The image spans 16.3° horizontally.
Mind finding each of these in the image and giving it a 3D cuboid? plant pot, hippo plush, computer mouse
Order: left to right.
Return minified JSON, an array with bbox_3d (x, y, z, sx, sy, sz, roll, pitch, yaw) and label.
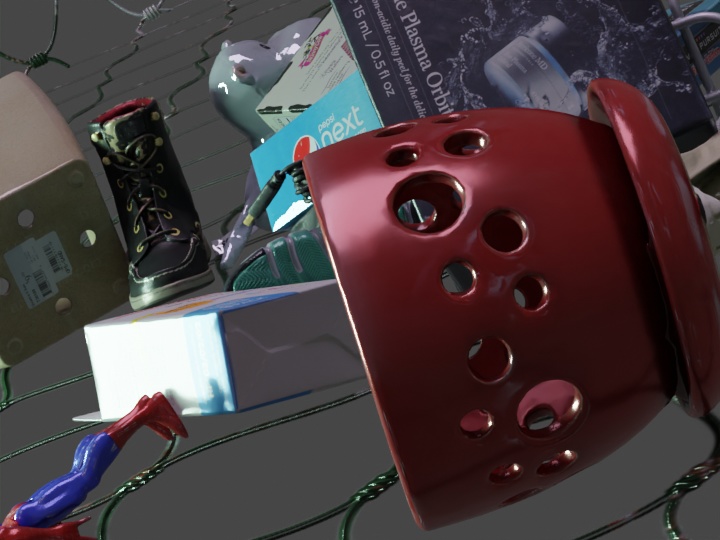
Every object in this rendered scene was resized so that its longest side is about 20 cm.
[{"bbox_3d":[-0.298,-0.026,2.115,0.200,0.200,0.177,-30,26,-22],"label":"plant pot"},{"bbox_3d":[-0.065,-0.126,2.111,0.199,0.161,0.159,-25,13,-3],"label":"hippo plush"},{"bbox_3d":[-0.023,-0.033,1.801,0.140,0.046,0.200,-11,-17,-27],"label":"computer mouse"},{"bbox_3d":[0.083,0.012,1.261,0.182,0.201,0.200,-16,14,1],"label":"plant pot"}]

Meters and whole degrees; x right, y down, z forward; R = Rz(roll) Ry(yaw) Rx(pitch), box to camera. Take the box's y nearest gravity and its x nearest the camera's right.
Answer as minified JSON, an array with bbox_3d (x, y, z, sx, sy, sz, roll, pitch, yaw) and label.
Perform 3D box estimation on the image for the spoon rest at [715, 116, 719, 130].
[{"bbox_3d":[0.179,-0.085,1.731,0.199,0.061,0.099,-25,-20,18],"label":"spoon rest"}]

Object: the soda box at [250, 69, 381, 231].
[{"bbox_3d":[0.006,-0.098,1.825,0.064,0.068,0.200,-3,-21,-40],"label":"soda box"}]

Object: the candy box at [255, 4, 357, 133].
[{"bbox_3d":[0.027,-0.156,1.954,0.200,0.061,0.137,3,52,52],"label":"candy box"}]

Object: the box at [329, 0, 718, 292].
[{"bbox_3d":[0.111,-0.124,1.651,0.199,0.197,0.117,-24,-20,6],"label":"box"}]

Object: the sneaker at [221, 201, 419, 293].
[{"bbox_3d":[0.000,0.000,1.758,0.199,0.075,0.088,-20,-7,-4],"label":"sneaker"}]

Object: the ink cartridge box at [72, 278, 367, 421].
[{"bbox_3d":[-0.098,0.053,1.629,0.115,0.068,0.200,-13,3,-38],"label":"ink cartridge box"}]

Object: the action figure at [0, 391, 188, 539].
[{"bbox_3d":[-0.194,0.149,1.529,0.200,0.052,0.065,-34,10,-18],"label":"action figure"}]

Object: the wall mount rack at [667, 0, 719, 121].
[{"bbox_3d":[0.185,-0.167,1.792,0.199,0.174,0.075,-17,15,29],"label":"wall mount rack"}]

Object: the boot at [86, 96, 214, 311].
[{"bbox_3d":[-0.173,-0.056,2.049,0.073,0.151,0.200,-18,12,6],"label":"boot"}]

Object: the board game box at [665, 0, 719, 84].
[{"bbox_3d":[0.192,-0.155,2.013,0.200,0.047,0.151,-14,17,39],"label":"board game box"}]

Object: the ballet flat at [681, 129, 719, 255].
[{"bbox_3d":[0.209,-0.041,1.524,0.069,0.070,0.200,-11,18,46],"label":"ballet flat"}]
